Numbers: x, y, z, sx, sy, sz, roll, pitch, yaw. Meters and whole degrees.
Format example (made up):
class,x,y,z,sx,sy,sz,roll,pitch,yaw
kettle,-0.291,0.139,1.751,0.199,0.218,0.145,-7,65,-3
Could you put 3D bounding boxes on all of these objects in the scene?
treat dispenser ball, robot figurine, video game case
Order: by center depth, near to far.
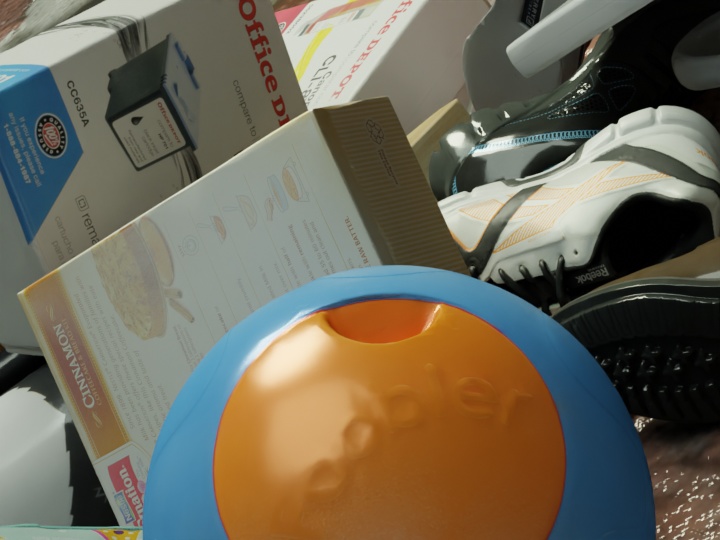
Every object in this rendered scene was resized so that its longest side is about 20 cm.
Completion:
class,x,y,z,sx,sy,sz,roll,pitch,yaw
treat dispenser ball,0.015,0.100,0.819,0.200,0.201,0.201,-32,25,17
video game case,0.184,-0.177,1.041,0.182,0.024,0.200,-38,5,-34
robot figurine,-0.159,0.116,1.136,0.199,0.125,0.151,-35,22,11

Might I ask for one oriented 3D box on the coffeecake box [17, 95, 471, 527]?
class,x,y,z,sx,sy,sz,roll,pitch,yaw
coffeecake box,-0.046,0.033,0.997,0.199,0.155,0.073,-29,-7,31

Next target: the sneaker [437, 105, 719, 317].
class,x,y,z,sx,sy,sz,roll,pitch,yaw
sneaker,0.086,-0.007,1.014,0.199,0.074,0.080,-32,27,18

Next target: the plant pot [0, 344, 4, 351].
class,x,y,z,sx,sy,sz,roll,pitch,yaw
plant pot,-0.184,0.010,1.273,0.199,0.183,0.201,-35,22,16

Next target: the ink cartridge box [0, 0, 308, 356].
class,x,y,z,sx,sy,sz,roll,pitch,yaw
ink cartridge box,-0.126,-0.065,1.147,0.199,0.148,0.085,-33,22,-35

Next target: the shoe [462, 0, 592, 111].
class,x,y,z,sx,sy,sz,roll,pitch,yaw
shoe,0.119,-0.158,1.183,0.091,0.071,0.201,-40,-21,-28

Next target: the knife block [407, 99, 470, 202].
class,x,y,z,sx,sy,sz,roll,pitch,yaw
knife block,0.000,0.000,1.122,0.200,0.064,0.176,-39,8,3

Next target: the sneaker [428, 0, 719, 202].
class,x,y,z,sx,sy,sz,roll,pitch,yaw
sneaker,0.136,-0.076,1.110,0.199,0.073,0.082,-36,44,-3

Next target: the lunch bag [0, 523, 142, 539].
class,x,y,z,sx,sy,sz,roll,pitch,yaw
lunch bag,-0.119,0.174,0.902,0.160,0.198,0.078,-134,51,-60

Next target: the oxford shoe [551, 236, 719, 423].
class,x,y,z,sx,sy,sz,roll,pitch,yaw
oxford shoe,0.172,0.012,0.911,0.199,0.073,0.085,-15,25,31

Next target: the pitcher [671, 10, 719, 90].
class,x,y,z,sx,sy,sz,roll,pitch,yaw
pitcher,0.233,-0.122,0.980,0.171,0.122,0.200,-35,16,8

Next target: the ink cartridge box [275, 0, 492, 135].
class,x,y,z,sx,sy,sz,roll,pitch,yaw
ink cartridge box,-0.012,-0.107,1.350,0.199,0.084,0.146,-7,40,51
